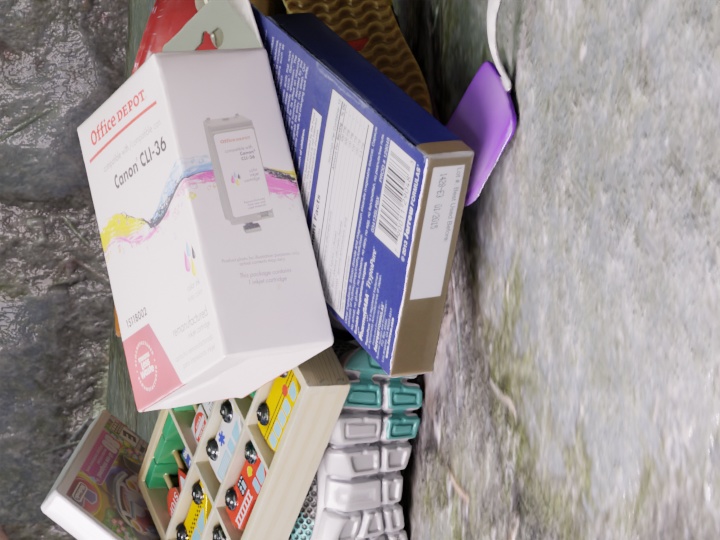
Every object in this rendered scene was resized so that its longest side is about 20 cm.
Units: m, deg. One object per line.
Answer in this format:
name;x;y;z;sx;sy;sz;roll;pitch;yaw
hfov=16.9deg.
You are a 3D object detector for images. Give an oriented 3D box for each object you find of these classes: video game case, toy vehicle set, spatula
video game case;-0.093;0.172;1.445;0.018;0.200;0.143;-49;6;16
toy vehicle set;-0.068;0.091;1.335;0.124;0.026;0.200;60;141;40
spatula;0.065;-0.115;1.110;0.057;0.021;0.200;-109;23;-46

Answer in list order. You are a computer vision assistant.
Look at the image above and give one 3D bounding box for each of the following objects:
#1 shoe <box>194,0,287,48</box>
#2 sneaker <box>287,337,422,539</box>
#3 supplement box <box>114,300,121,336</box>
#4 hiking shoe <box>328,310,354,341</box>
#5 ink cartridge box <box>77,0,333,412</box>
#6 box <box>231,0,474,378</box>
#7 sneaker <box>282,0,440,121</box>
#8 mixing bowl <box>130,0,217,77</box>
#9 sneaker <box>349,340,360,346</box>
shoe;-0.065;-0.170;1.404;0.070;0.053;0.200;36;-132;-60
sneaker;-0.023;0.126;1.353;0.091;0.078;0.200;25;109;48
supplement box;-0.105;0.011;1.526;0.200;0.066;0.069;169;101;-73
hiking shoe;0.000;0.000;1.365;0.200;0.076;0.101;-94;-2;-66
ink cartridge box;-0.087;-0.039;1.252;0.116;0.067;0.200;-33;67;57
box;-0.013;-0.049;1.220;0.200;0.032;0.121;44;133;47
sneaker;0.007;-0.088;1.336;0.090;0.075;0.200;66;-169;-55
mixing bowl;-0.085;-0.125;1.547;0.200;0.108;0.200;18;-90;-89
sneaker;-0.068;0.112;1.485;0.200;0.075;0.115;-44;12;54
